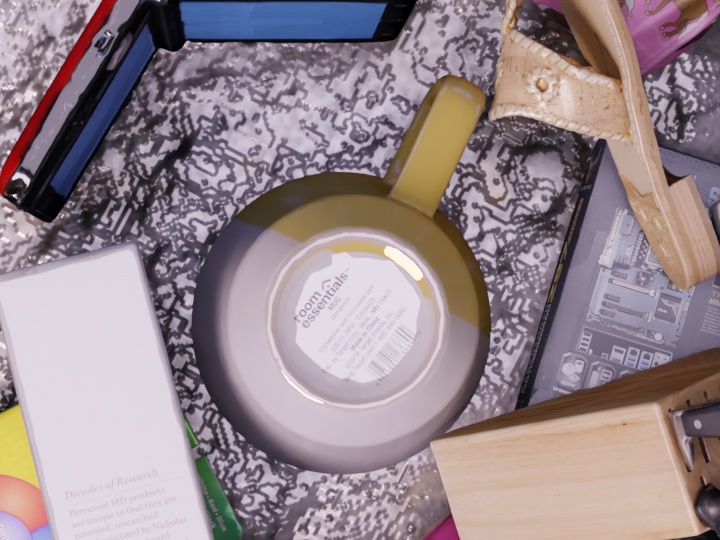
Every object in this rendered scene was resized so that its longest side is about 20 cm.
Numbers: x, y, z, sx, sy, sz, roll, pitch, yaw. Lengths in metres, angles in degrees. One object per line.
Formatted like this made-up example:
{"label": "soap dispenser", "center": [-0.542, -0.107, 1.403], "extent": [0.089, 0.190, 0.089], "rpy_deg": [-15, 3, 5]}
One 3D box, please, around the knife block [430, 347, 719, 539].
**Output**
{"label": "knife block", "center": [0.134, 0.085, 1.228], "extent": [0.200, 0.176, 0.064], "rpy_deg": [-17, 93, 4]}

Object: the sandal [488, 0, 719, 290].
{"label": "sandal", "center": [0.096, -0.077, 1.274], "extent": [0.070, 0.078, 0.212], "rpy_deg": [-27, 102, -7]}

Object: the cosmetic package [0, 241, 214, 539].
{"label": "cosmetic package", "center": [-0.112, 0.094, 1.257], "extent": [0.071, 0.101, 0.200], "rpy_deg": [-14, 87, -7]}

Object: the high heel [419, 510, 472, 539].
{"label": "high heel", "center": [0.044, 0.217, 1.304], "extent": [0.096, 0.067, 0.200], "rpy_deg": [18, 82, 39]}

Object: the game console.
{"label": "game console", "center": [-0.070, -0.076, 1.259], "extent": [0.119, 0.200, 0.172], "rpy_deg": [31, 87, -1]}

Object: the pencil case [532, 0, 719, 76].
{"label": "pencil case", "center": [0.099, -0.183, 1.332], "extent": [0.200, 0.087, 0.083], "rpy_deg": [50, 57, -1]}

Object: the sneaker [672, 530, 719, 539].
{"label": "sneaker", "center": [0.194, 0.168, 1.291], "extent": [0.090, 0.200, 0.066], "rpy_deg": [-34, 136, 11]}

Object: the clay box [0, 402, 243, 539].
{"label": "clay box", "center": [-0.168, 0.129, 1.326], "extent": [0.200, 0.048, 0.115], "rpy_deg": [-28, 90, -3]}

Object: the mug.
{"label": "mug", "center": [-0.008, 0.006, 1.286], "extent": [0.149, 0.153, 0.187], "rpy_deg": [-6, 89, -3]}

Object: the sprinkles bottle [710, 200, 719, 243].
{"label": "sprinkles bottle", "center": [0.228, 0.051, 1.288], "extent": [0.068, 0.068, 0.200], "rpy_deg": [-19, 90, -3]}

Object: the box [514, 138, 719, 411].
{"label": "box", "center": [0.191, 0.034, 1.346], "extent": [0.200, 0.051, 0.158], "rpy_deg": [16, 88, -2]}
